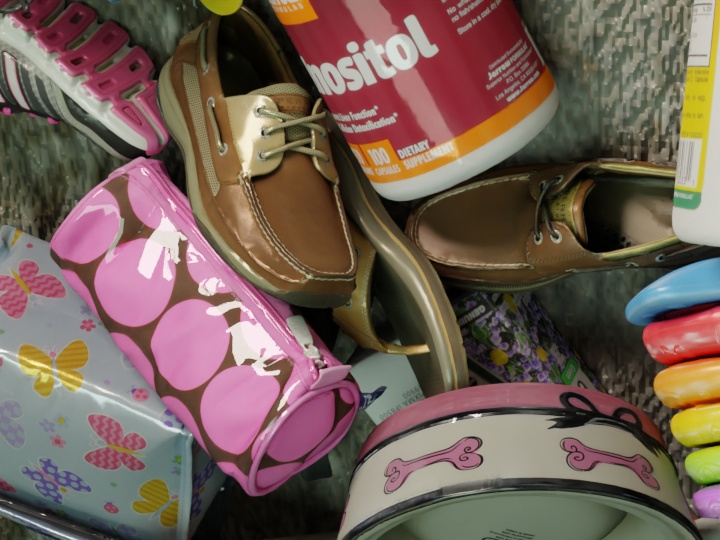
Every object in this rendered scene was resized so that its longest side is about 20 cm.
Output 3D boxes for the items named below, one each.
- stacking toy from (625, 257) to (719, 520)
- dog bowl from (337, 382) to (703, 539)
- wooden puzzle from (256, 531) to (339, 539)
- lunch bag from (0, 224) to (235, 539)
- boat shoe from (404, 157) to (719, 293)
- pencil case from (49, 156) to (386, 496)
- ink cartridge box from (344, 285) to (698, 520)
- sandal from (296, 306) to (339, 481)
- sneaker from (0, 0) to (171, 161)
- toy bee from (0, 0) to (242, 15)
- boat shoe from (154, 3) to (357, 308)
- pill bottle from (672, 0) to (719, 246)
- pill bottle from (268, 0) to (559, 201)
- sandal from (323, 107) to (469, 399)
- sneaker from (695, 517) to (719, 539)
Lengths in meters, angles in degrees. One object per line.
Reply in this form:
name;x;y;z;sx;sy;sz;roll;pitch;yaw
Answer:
stacking toy;0.209;0.096;1.439;0.116;0.110;0.200;-6;81;-1
dog bowl;0.083;0.129;1.468;0.200;0.074;0.200;-2;149;-1
wooden puzzle;-0.093;0.231;1.623;0.200;0.185;0.046;-55;54;33
lunch bag;-0.158;0.097;1.600;0.170;0.127;0.200;21;141;8
boat shoe;0.116;-0.032;1.468;0.200;0.068;0.072;-6;77;13
pencil case;-0.083;0.024;1.481;0.200;0.091;0.094;45;141;25
ink cartridge box;0.092;0.102;1.565;0.109;0.050;0.200;-32;102;28
sandal;-0.032;0.026;1.567;0.048;0.075;0.200;-13;121;-4
sneaker;-0.196;-0.112;1.542;0.200;0.074;0.087;33;121;6
toy bee;-0.104;-0.183;1.400;0.109;0.200;0.131;-33;112;27
boat shoe;-0.053;-0.067;1.458;0.200;0.076;0.074;60;135;37
pill bottle;0.219;-0.109;1.357;0.113;0.113;0.200;6;93;15
pill bottle;0.013;-0.147;1.431;0.113;0.113;0.200;-22;107;26
sandal;0.000;0.000;1.491;0.200;0.054;0.080;60;165;19
sneaker;0.254;0.127;1.522;0.200;0.074;0.080;-15;101;18
